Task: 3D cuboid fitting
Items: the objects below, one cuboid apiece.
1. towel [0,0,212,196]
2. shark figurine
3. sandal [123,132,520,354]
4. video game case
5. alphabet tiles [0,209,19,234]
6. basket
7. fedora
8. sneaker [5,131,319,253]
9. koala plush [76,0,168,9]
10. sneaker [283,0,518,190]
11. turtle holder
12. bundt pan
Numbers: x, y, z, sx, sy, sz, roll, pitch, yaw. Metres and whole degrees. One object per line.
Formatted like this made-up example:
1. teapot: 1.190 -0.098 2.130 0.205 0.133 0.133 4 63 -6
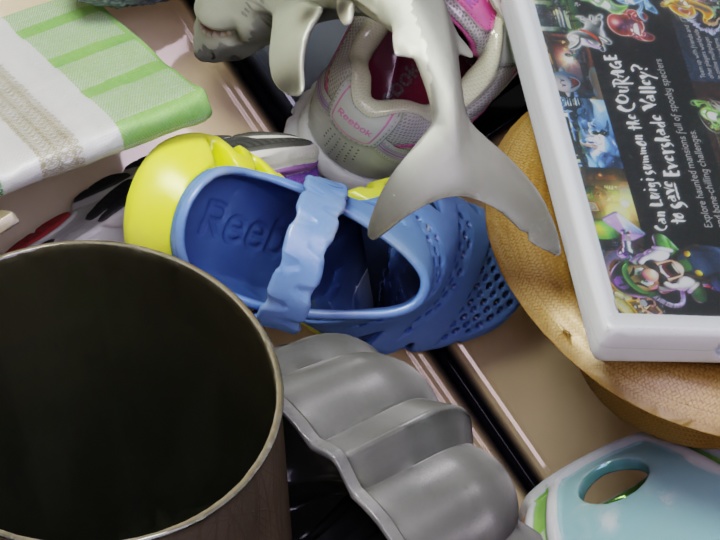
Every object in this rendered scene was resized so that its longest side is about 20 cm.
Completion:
1. towel: -0.174 -0.050 1.111 0.199 0.149 0.031 -21 121 -17
2. shark figurine: 0.018 -0.101 1.088 0.089 0.214 0.129 4 114 -36
3. sandal: 0.000 0.000 1.121 0.199 0.087 0.080 7 103 -43
4. video game case: 0.160 -0.042 1.099 0.181 0.023 0.201 2 47 -14
5. alphabet tiles: -0.227 0.030 1.061 0.200 0.166 0.006 -34 105 -17
6. basket: -0.085 0.119 1.015 0.135 0.180 0.201 -21 127 -16
7. fedora: 0.137 0.008 1.123 0.199 0.082 0.201 6 47 -7
8. sneaker: -0.098 0.009 1.150 0.200 0.081 0.084 -35 108 -14
9. koala plush: -0.038 -0.233 1.159 0.199 0.178 0.185 -6 55 -10
10. sneaker: 0.050 -0.113 1.188 0.081 0.088 0.200 36 73 -2
11. turtle holder: 0.143 0.128 1.122 0.185 0.141 0.132 -37 61 17
12. bundt pan: 0.005 0.112 1.079 0.076 0.202 0.202 -29 85 -28
